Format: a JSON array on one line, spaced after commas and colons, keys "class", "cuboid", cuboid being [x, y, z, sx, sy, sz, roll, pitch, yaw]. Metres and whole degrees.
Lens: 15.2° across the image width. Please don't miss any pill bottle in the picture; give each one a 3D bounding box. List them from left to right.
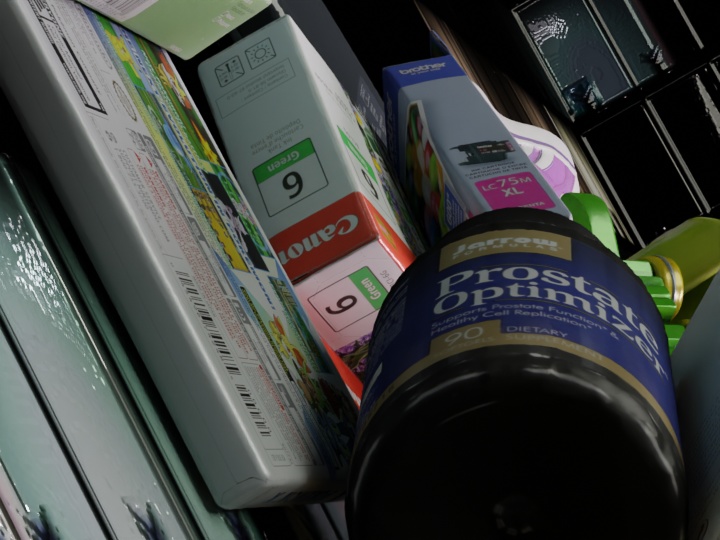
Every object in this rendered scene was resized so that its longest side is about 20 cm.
[{"class": "pill bottle", "cuboid": [0.055, 0.048, 0.948, 0.112, 0.112, 0.200, 58, 13, -15]}]

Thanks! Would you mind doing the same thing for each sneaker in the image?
[{"class": "sneaker", "cuboid": [0.089, -0.035, 1.669, 0.200, 0.073, 0.114, 24, 39, -57]}]

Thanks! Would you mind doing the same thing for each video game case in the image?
[{"class": "video game case", "cuboid": [-0.062, -0.011, 0.918, 0.200, 0.022, 0.182, 61, 9, 10]}]

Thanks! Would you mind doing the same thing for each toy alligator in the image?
[{"class": "toy alligator", "cuboid": [0.121, 0.050, 1.149, 0.059, 0.054, 0.200, 1, 44, -29]}]

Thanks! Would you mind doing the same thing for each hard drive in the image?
[{"class": "hard drive", "cuboid": [-0.013, -0.080, 1.347, 0.200, 0.033, 0.140, 59, 10, -13]}]

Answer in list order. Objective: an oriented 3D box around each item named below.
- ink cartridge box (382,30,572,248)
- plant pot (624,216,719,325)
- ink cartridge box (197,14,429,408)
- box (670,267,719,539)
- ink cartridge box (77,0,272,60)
[{"class": "ink cartridge box", "cuboid": [0.048, -0.014, 1.188, 0.200, 0.042, 0.119, -116, -162, -58]}, {"class": "plant pot", "cuboid": [0.160, 0.093, 1.266, 0.182, 0.199, 0.200, 57, 8, 16]}, {"class": "ink cartridge box", "cuboid": [0.000, 0.000, 1.117, 0.109, 0.050, 0.200, 51, 13, -50]}, {"class": "box", "cuboid": [0.182, 0.089, 0.950, 0.152, 0.106, 0.200, 25, 18, -5]}, {"class": "ink cartridge box", "cuboid": [-0.119, -0.176, 0.972, 0.200, 0.048, 0.146, 58, 9, 11]}]
